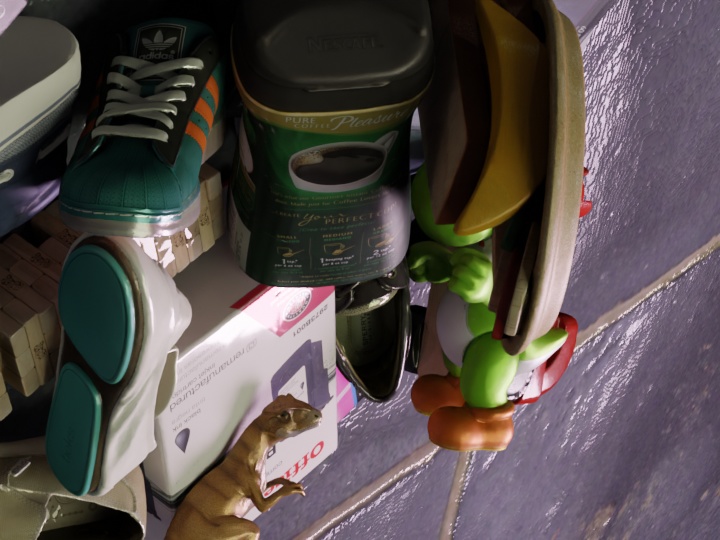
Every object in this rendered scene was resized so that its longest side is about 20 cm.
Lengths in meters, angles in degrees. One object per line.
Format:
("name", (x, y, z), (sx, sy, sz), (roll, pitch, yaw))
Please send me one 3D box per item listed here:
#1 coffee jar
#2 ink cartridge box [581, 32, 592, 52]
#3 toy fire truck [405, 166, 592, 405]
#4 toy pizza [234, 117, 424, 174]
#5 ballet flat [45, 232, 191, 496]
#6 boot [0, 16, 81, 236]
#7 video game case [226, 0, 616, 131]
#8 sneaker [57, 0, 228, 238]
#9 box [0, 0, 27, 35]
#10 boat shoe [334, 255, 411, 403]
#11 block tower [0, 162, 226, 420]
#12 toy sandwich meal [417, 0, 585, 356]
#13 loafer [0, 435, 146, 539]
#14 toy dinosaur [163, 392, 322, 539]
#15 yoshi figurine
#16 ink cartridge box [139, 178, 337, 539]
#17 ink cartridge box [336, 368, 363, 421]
("coffee jar", (-0.018, -0.078, 1.060), (0.103, 0.086, 0.201), (-5, 147, -9))
("ink cartridge box", (0.142, -0.211, 1.344), (0.200, 0.043, 0.197), (0, 118, -57))
("toy fire truck", (0.112, -0.006, 1.418), (0.199, 0.128, 0.177), (-3, 104, -49))
("toy pizza", (0.020, -0.117, 1.180), (0.199, 0.032, 0.201), (-15, 151, -8))
("ballet flat", (-0.119, 0.039, 1.027), (0.069, 0.069, 0.201), (-35, 155, -36))
("boot", (-0.202, -0.036, 0.927), (0.200, 0.073, 0.091), (-36, 146, -40))
("video game case", (0.034, -0.128, 1.117), (0.199, 0.019, 0.143), (2, 144, -33))
("sneaker", (-0.105, -0.080, 0.993), (0.200, 0.071, 0.080), (-79, 173, -66))
("box", (-0.249, -0.089, 0.760), (0.200, 0.107, 0.149), (-52, 153, -9))
("boat shoe", (-0.001, 0.001, 1.229), (0.071, 0.066, 0.202), (-20, 136, -8))
("block tower", (-0.153, 0.003, 1.069), (0.200, 0.058, 0.054), (-43, 151, -27))
("toy sandwich meal", (0.066, -0.058, 1.037), (0.205, 0.070, 0.207), (-176, -90, -86))
("loafer", (-0.199, 0.134, 1.086), (0.199, 0.068, 0.076), (-12, 131, -32))
("toy dinosaur", (-0.093, 0.158, 1.172), (0.200, 0.060, 0.106), (-51, 127, -14))
("yoshi figurine", (0.063, 0.004, 1.249), (0.112, 0.112, 0.201), (-17, 122, -58))
("ink cartridge box", (-0.090, 0.066, 1.206), (0.145, 0.084, 0.201), (-38, 148, -28))
("ink cartridge box", (-0.023, 0.027, 1.334), (0.095, 0.037, 0.201), (-43, 148, -24))
